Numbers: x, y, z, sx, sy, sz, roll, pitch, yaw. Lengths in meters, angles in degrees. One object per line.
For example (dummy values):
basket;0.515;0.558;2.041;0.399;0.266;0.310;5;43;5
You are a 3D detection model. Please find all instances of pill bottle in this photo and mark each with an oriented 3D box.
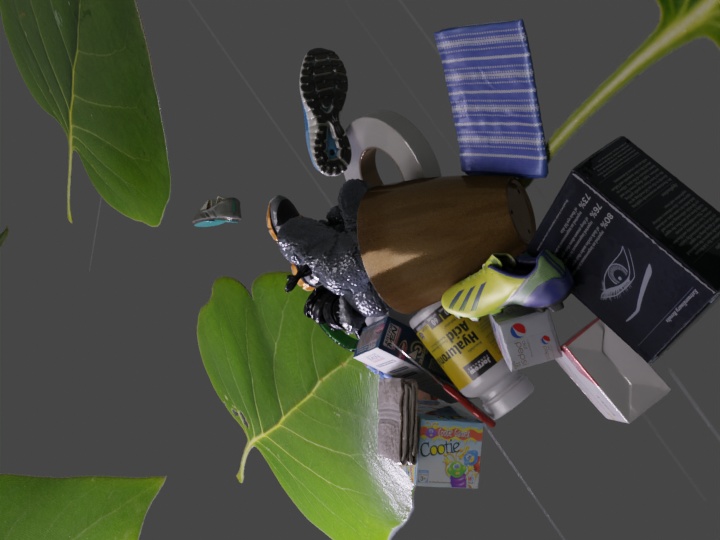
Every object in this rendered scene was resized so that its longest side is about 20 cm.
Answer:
pill bottle;0.176;0.126;1.160;0.200;0.111;0.111;52;149;9

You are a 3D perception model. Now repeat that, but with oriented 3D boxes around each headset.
headset;-0.059;0.073;1.300;0.123;0.094;0.201;14;140;47

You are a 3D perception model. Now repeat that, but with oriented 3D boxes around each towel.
towel;0.167;-0.214;0.960;0.144;0.024;0.201;14;128;49
towel;0.055;0.241;1.209;0.200;0.034;0.134;136;138;-76

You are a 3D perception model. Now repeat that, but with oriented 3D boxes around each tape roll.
tape roll;0.046;-0.150;1.177;0.202;0.037;0.204;35;141;33

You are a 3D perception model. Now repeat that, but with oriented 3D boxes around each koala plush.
koala plush;0.000;0.000;1.160;0.184;0.177;0.201;48;169;51

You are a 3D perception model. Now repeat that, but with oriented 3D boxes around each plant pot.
plant pot;0.129;-0.054;1.016;0.199;0.186;0.187;-16;105;31

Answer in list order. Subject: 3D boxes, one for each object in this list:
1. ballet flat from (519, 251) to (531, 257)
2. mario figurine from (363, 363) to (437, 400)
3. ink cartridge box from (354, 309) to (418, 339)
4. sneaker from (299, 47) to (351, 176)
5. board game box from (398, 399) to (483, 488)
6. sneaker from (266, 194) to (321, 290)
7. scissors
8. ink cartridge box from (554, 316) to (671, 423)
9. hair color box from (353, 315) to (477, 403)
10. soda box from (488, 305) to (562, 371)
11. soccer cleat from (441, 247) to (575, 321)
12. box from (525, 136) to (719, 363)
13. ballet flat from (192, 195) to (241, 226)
ballet flat;0.223;0.005;1.036;0.200;0.072;0.072;-2;115;57
mario figurine;0.098;0.214;1.398;0.106;0.123;0.200;-46;73;17
ink cartridge box;0.015;0.027;1.329;0.201;0.087;0.145;57;149;-1
sneaker;-0.067;-0.248;1.183;0.090;0.078;0.202;-173;80;-70
board game box;0.119;0.279;1.231;0.200;0.104;0.104;175;100;-81
sneaker;-0.112;-0.060;1.460;0.077;0.078;0.201;-16;107;45
scissors;0.128;0.179;1.169;0.200;0.014;0.073;37;-179;19
ink cartridge box;0.312;0.127;0.959;0.117;0.067;0.200;51;-179;12
hair color box;0.100;0.152;1.243;0.199;0.061;0.100;27;155;-16
soda box;0.213;0.077;0.995;0.200;0.068;0.064;-37;-70;-83
soccer cleat;0.168;0.012;0.910;0.200;0.065;0.084;-11;120;52
box;0.310;-0.023;0.841;0.200;0.104;0.148;46;148;19
ballet flat;-0.328;-0.137;1.719;0.199;0.067;0.064;-1;88;55
